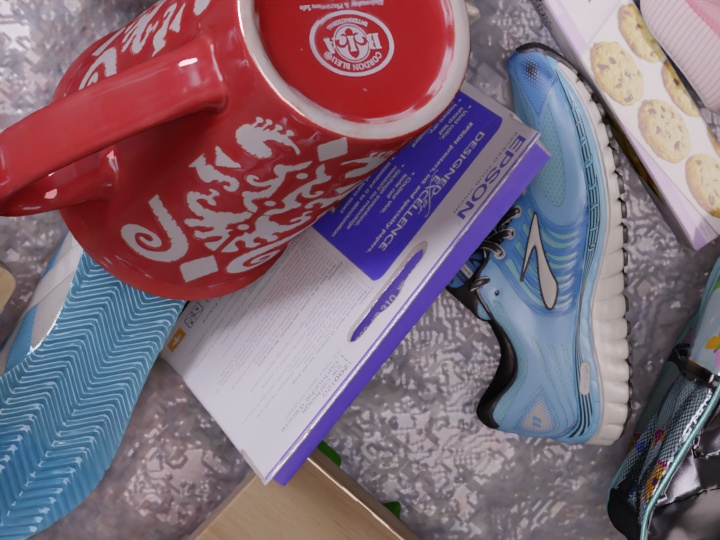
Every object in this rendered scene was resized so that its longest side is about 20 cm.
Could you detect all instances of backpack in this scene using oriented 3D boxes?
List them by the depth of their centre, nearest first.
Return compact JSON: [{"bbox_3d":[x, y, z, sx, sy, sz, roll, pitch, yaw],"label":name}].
[{"bbox_3d":[0.229,0.068,1.333,0.175,0.153,0.201,23,103,-10],"label":"backpack"}]

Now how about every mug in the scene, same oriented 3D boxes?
[{"bbox_3d":[-0.056,-0.063,1.197,0.134,0.200,0.178,47,60,-7],"label":"mug"}]

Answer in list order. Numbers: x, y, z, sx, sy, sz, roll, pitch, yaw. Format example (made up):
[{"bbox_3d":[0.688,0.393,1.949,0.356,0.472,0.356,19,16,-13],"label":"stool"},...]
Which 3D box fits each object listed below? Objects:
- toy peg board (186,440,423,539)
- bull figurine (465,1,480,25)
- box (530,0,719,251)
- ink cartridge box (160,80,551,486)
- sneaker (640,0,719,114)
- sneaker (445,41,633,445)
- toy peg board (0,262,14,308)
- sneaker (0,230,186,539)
[{"bbox_3d":[-0.020,0.199,1.367,0.200,0.098,0.199,41,107,-8],"label":"toy peg board"},{"bbox_3d":[-0.026,-0.151,1.285,0.199,0.121,0.066,9,86,-33],"label":"bull figurine"},{"bbox_3d":[0.127,-0.103,1.363,0.041,0.039,0.201,-32,98,-3],"label":"box"},{"bbox_3d":[0.000,0.000,1.281,0.043,0.200,0.198,38,92,-24],"label":"ink cartridge box"},{"bbox_3d":[0.225,-0.114,1.361,0.199,0.076,0.105,24,126,-26],"label":"sneaker"},{"bbox_3d":[0.084,-0.011,1.351,0.089,0.078,0.202,-4,96,-2],"label":"sneaker"},{"bbox_3d":[-0.306,0.024,1.315,0.199,0.098,0.201,33,93,-23],"label":"toy peg board"},{"bbox_3d":[-0.138,0.044,1.332,0.076,0.081,0.201,34,93,-9],"label":"sneaker"}]
